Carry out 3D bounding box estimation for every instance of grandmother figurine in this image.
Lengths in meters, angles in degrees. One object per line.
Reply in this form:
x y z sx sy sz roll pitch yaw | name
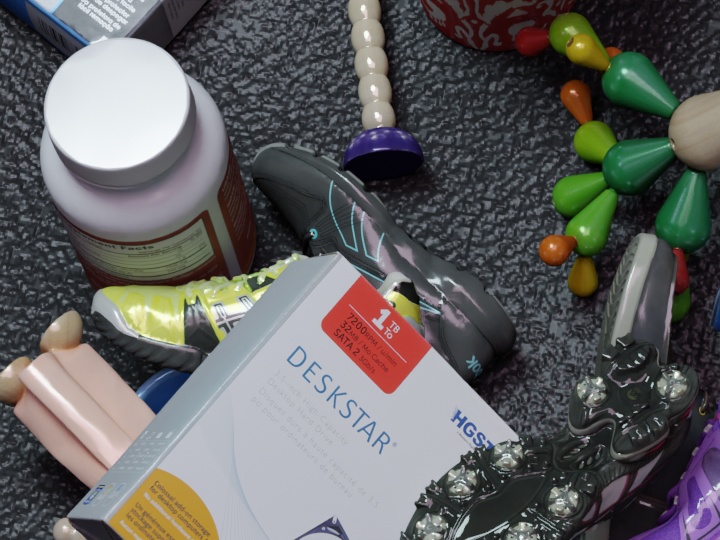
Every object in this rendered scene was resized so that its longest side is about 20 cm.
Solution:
-0.128 0.119 1.601 0.200 0.061 0.121 40 85 21 | grandmother figurine

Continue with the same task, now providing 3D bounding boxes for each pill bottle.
-0.128 -0.054 1.636 0.112 0.200 0.113 -2 66 5 | pill bottle

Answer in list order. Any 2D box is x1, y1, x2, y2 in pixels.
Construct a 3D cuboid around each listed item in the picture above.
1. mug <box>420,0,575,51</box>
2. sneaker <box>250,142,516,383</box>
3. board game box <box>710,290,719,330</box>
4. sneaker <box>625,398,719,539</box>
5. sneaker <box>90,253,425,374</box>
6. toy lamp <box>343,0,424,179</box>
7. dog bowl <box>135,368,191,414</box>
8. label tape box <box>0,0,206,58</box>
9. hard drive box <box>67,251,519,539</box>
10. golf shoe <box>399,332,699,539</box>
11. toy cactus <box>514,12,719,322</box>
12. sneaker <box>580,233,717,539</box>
0.102 -0.218 1.678 0.177 0.200 0.134 8 71 7 | mug
0.000 0.000 1.676 0.200 0.075 0.079 40 80 17 | sneaker
0.339 -0.018 1.638 0.199 0.056 0.196 23 64 12 | board game box
0.209 0.119 1.560 0.200 0.081 0.084 -36 79 2 | sneaker
-0.058 0.025 1.624 0.199 0.075 0.077 8 101 -1 | sneaker
0.002 -0.159 1.743 0.058 0.058 0.201 -6 70 3 | toy lamp
-0.055 0.118 1.652 0.199 0.050 0.112 17 73 11 | dog bowl
-0.147 -0.235 1.777 0.143 0.066 0.200 37 79 16 | label tape box
-0.036 0.115 1.526 0.156 0.077 0.200 44 72 -12 | hard drive box
0.109 0.125 1.514 0.200 0.088 0.077 -35 56 -18 | golf shoe
0.173 -0.073 1.655 0.165 0.102 0.201 -23 75 37 | toy cactus
0.191 0.081 1.618 0.106 0.075 0.201 6 99 0 | sneaker
